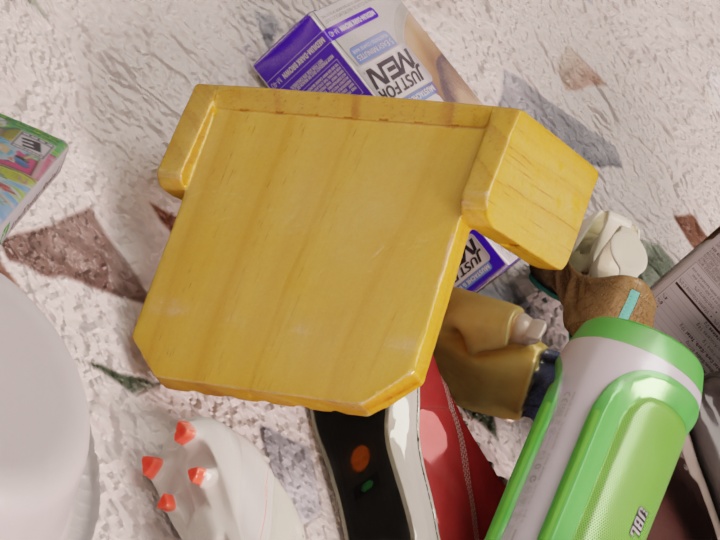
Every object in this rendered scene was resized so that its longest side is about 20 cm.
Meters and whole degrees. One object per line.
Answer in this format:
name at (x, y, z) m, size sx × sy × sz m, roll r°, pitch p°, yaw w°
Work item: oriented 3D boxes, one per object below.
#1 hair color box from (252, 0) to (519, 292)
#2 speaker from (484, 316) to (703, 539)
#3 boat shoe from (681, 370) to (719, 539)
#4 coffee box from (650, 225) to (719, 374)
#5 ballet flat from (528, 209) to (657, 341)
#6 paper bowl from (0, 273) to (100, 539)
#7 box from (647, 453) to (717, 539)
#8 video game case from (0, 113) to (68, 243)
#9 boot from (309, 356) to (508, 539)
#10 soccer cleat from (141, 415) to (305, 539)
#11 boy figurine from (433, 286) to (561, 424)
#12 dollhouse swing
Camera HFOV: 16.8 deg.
hair color box at (0.034, -0.081, 1.543) m, size 0.200 × 0.065 × 0.109 m, roll 53°, pitch 32°, yaw 1°
speaker at (0.116, 0.128, 1.298) m, size 0.088 × 0.088 × 0.201 m, roll 34°, pitch 68°, yaw -23°
boat shoe at (0.238, 0.152, 1.409) m, size 0.201 × 0.057 × 0.067 m, roll 68°, pitch 20°, yaw 2°
coffee box at (0.259, 0.004, 1.599) m, size 0.080 × 0.200 × 0.113 m, roll 49°, pitch 33°, yaw 5°
ballet flat at (0.151, 0.003, 1.522) m, size 0.068 × 0.073 × 0.200 m, roll 22°, pitch 12°, yaw -7°
paper bowl at (-0.201, 0.069, 1.076) m, size 0.200 × 0.104 × 0.201 m, roll 32°, pitch 37°, yaw -28°
box at (0.174, 0.163, 1.459) m, size 0.100 × 0.075 × 0.201 m, roll 29°, pitch 40°, yaw -31°
video game case at (-0.247, -0.065, 1.118) m, size 0.199 × 0.022 × 0.182 m, roll 23°, pitch 20°, yaw -1°
boot at (0.049, 0.102, 1.375) m, size 0.144 × 0.072 × 0.201 m, roll 16°, pitch 54°, yaw -42°
soccer cleat at (-0.051, 0.158, 1.200) m, size 0.077 × 0.069 × 0.201 m, roll 22°, pitch 39°, yaw -41°
boy figurine at (0.080, 0.051, 1.430) m, size 0.199 × 0.125 × 0.065 m, roll 30°, pitch 65°, yaw 17°
dollhouse swing at (0.000, 0.000, 1.332) m, size 0.182 × 0.199 × 0.177 m, roll 28°, pitch 70°, yaw -62°
